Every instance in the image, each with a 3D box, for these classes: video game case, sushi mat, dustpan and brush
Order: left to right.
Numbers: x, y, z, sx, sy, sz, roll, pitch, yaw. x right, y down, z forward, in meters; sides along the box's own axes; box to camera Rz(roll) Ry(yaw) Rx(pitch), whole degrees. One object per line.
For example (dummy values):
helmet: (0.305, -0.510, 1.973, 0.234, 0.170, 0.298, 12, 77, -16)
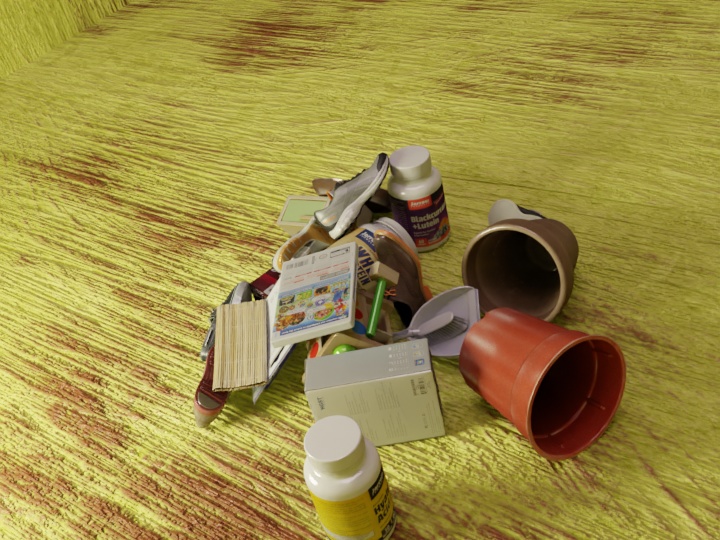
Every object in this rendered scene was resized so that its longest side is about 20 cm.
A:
sushi mat: (-0.213, 0.130, 1.540, 0.096, 0.012, 0.200, -8, 44, 1)
video game case: (-0.074, 0.038, 1.453, 0.143, 0.018, 0.200, -16, 38, 16)
dustpan and brush: (0.115, 0.108, 1.542, 0.200, 0.057, 0.140, -27, 45, 33)

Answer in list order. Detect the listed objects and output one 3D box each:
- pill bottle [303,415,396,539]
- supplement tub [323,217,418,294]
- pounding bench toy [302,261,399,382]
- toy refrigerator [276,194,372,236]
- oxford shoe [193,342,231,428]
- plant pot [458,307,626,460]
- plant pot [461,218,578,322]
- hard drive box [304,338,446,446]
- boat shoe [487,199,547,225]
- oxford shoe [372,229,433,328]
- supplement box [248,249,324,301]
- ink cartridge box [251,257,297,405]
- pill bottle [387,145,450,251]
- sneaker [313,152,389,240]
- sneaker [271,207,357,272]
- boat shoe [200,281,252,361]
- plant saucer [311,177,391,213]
pill bottle: (-0.019, 0.303, 1.234, 0.111, 0.200, 0.111, -9, 38, 8)
supplement tub: (0.000, 0.000, 1.654, 0.200, 0.145, 0.144, -36, 42, -25)
pounding bench toy: (-0.001, 0.101, 1.459, 0.124, 0.200, 0.156, 22, 32, -21)
toy refrigerator: (-0.080, -0.112, 1.839, 0.200, 0.070, 0.076, 8, 68, 39)
oxford shoe: (-0.254, 0.194, 1.549, 0.070, 0.075, 0.200, 25, 40, 0)
plant pot: (0.268, 0.159, 1.343, 0.201, 0.201, 0.195, -31, 32, -20)
plant pot: (0.308, -0.013, 1.560, 0.200, 0.201, 0.175, 13, 27, 32)
hard drive box: (0.025, 0.203, 1.382, 0.200, 0.156, 0.077, -10, 37, 5)
boat shoe: (0.328, -0.092, 1.729, 0.060, 0.074, 0.200, 15, 6, -29)
oxford shoe: (0.070, 0.017, 1.566, 0.071, 0.200, 0.073, 0, 38, 48)
supplement box: (-0.111, 0.012, 1.746, 0.200, 0.061, 0.109, -38, 42, -26)
ink cartridge box: (-0.140, 0.110, 1.546, 0.041, 0.200, 0.200, 22, 29, -25)
pill bottle: (0.115, -0.147, 1.754, 0.111, 0.200, 0.112, -9, 38, 7)
sneaker: (-0.012, -0.156, 1.674, 0.079, 0.074, 0.200, 37, 74, -1)
sneaker: (-0.098, -0.064, 1.715, 0.200, 0.076, 0.088, -35, 10, -23)
boat shoe: (-0.262, 0.095, 1.680, 0.071, 0.072, 0.200, 1, 42, 13)
plant saucer: (-0.009, -0.156, 1.855, 0.200, 0.200, 0.032, 8, 84, 27)
